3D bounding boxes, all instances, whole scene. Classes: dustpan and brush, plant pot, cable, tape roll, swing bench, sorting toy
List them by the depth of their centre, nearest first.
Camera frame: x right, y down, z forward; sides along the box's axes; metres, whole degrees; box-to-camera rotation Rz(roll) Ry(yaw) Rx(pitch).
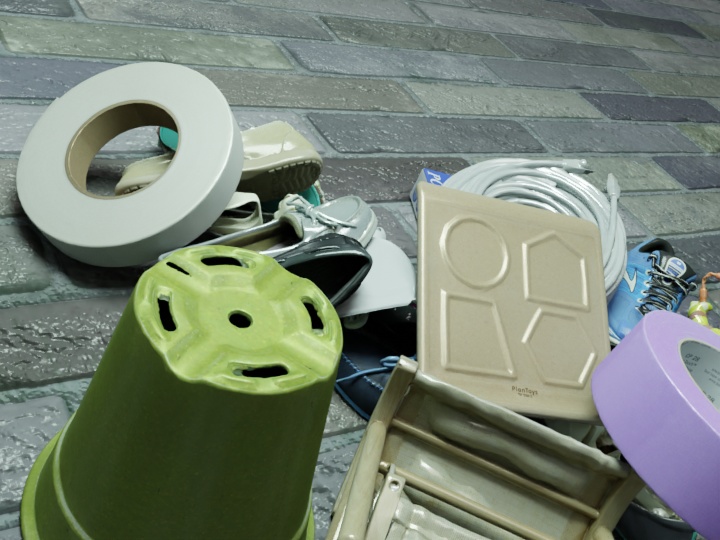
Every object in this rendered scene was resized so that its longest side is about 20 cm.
[{"bbox_3d":[-0.097,0.092,0.539,0.199,0.190,0.200,15,35,-11],"label":"plant pot"},{"bbox_3d":[0.078,0.190,0.571,0.198,0.130,0.200,24,29,2],"label":"swing bench"},{"bbox_3d":[0.274,0.122,0.653,0.200,0.066,0.200,27,27,-15],"label":"tape roll"},{"bbox_3d":[0.128,0.029,0.728,0.184,0.036,0.201,11,62,-21],"label":"sorting toy"},{"bbox_3d":[-0.204,-0.098,0.766,0.202,0.037,0.204,-5,61,8],"label":"tape roll"},{"bbox_3d":[0.000,0.000,0.799,0.139,0.057,0.200,-12,35,17],"label":"dustpan and brush"},{"bbox_3d":[0.163,-0.029,0.854,0.199,0.069,0.201,7,50,-3],"label":"cable"}]

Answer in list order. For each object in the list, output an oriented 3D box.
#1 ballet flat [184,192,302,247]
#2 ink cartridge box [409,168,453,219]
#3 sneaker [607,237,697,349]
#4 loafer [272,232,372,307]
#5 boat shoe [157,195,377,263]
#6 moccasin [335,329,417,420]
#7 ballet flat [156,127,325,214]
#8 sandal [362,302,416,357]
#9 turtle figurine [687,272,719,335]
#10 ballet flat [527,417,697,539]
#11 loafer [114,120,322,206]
[{"bbox_3d":[-0.091,-0.037,0.820,0.199,0.069,0.068,3,38,-28],"label":"ballet flat"},{"bbox_3d":[0.120,-0.032,0.958,0.094,0.044,0.200,12,36,-18],"label":"ink cartridge box"},{"bbox_3d":[0.287,0.023,0.872,0.078,0.089,0.200,36,33,-7],"label":"sneaker"},{"bbox_3d":[-0.081,0.029,0.679,0.200,0.068,0.070,-29,13,-17],"label":"loafer"},{"bbox_3d":[-0.076,-0.021,0.750,0.201,0.065,0.074,-24,32,-18],"label":"boat shoe"},{"bbox_3d":[0.057,0.103,0.718,0.200,0.068,0.080,33,37,19],"label":"moccasin"},{"bbox_3d":[-0.120,-0.110,0.907,0.200,0.076,0.064,32,1,3],"label":"ballet flat"},{"bbox_3d":[0.066,0.052,0.806,0.200,0.048,0.075,28,34,10],"label":"sandal"},{"bbox_3d":[0.330,0.110,0.788,0.064,0.162,0.200,4,39,-25],"label":"turtle figurine"},{"bbox_3d":[0.205,0.159,0.733,0.073,0.073,0.200,-15,50,-42],"label":"ballet flat"},{"bbox_3d":[-0.139,-0.097,0.835,0.199,0.076,0.068,-11,57,-18],"label":"loafer"}]
